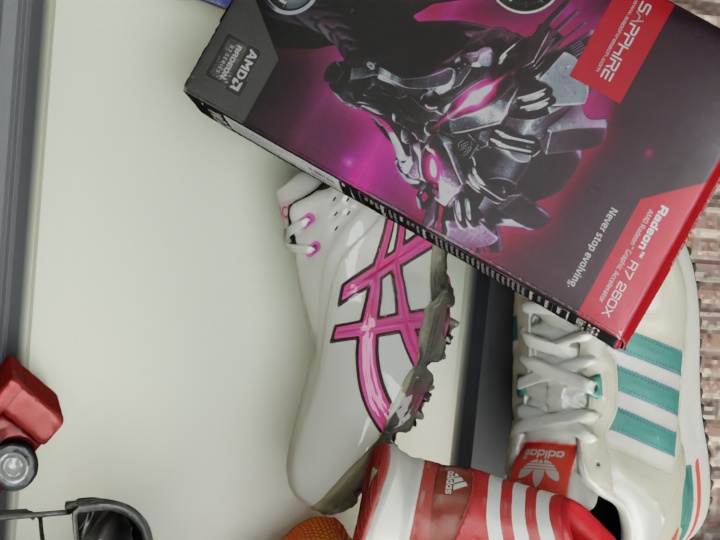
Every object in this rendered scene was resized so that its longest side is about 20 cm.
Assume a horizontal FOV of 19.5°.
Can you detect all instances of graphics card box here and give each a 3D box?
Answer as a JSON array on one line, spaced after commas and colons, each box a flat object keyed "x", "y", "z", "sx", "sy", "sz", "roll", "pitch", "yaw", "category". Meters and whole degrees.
[{"x": 0.046, "y": -0.072, "z": 0.817, "sx": 0.199, "sy": 0.051, "sz": 0.126, "roll": 30, "pitch": 88, "yaw": 8, "category": "graphics card box"}]

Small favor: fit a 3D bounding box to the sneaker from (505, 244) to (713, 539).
[{"x": 0.094, "y": 0.052, "z": 0.866, "sx": 0.093, "sy": 0.070, "sz": 0.201, "roll": -42, "pitch": 128, "yaw": -46, "category": "sneaker"}]

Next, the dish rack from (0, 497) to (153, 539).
[{"x": -0.177, "y": 0.168, "z": 0.816, "sx": 0.198, "sy": 0.055, "sz": 0.155, "roll": -5, "pitch": 95, "yaw": -10, "category": "dish rack"}]

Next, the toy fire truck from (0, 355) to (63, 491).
[{"x": -0.199, "y": 0.051, "z": 0.849, "sx": 0.141, "sy": 0.049, "sz": 0.200, "roll": 41, "pitch": 90, "yaw": -14, "category": "toy fire truck"}]

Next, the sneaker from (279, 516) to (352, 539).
[{"x": -0.083, "y": 0.172, "z": 0.883, "sx": 0.200, "sy": 0.073, "sz": 0.077, "roll": -44, "pitch": 95, "yaw": -5, "category": "sneaker"}]

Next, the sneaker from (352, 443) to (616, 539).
[{"x": 0.045, "y": 0.160, "z": 0.855, "sx": 0.115, "sy": 0.079, "sz": 0.201, "roll": 11, "pitch": 138, "yaw": 3, "category": "sneaker"}]

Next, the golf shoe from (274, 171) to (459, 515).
[{"x": 0.000, "y": 0.000, "z": 0.875, "sx": 0.092, "sy": 0.073, "sz": 0.201, "roll": 20, "pitch": 84, "yaw": -8, "category": "golf shoe"}]

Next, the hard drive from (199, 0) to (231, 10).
[{"x": -0.042, "y": -0.209, "z": 0.853, "sx": 0.131, "sy": 0.025, "sz": 0.201, "roll": 19, "pitch": 94, "yaw": -14, "category": "hard drive"}]
